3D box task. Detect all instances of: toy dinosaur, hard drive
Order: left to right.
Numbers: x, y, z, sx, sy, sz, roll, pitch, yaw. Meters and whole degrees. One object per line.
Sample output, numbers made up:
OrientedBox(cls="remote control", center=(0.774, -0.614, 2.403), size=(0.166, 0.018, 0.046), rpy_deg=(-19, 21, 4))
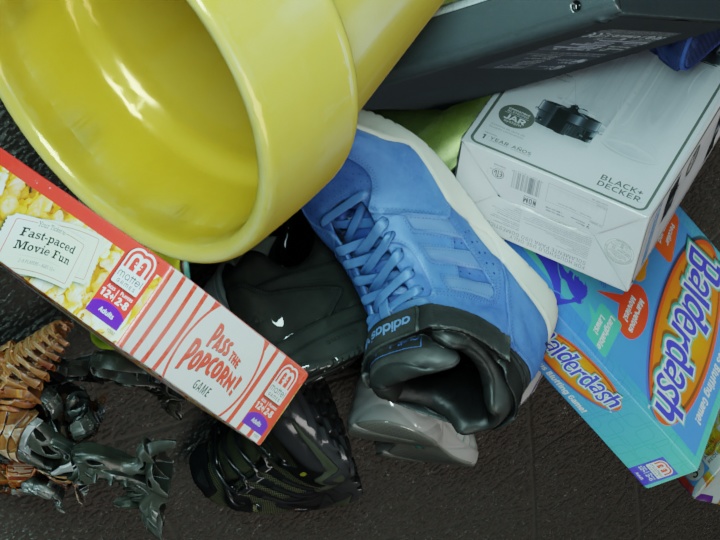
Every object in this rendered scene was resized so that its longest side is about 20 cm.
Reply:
OrientedBox(cls="toy dinosaur", center=(-0.165, 0.084, 1.360), size=(0.200, 0.135, 0.103), rpy_deg=(124, -24, -82))
OrientedBox(cls="hard drive", center=(0.079, -0.119, 1.280), size=(0.199, 0.033, 0.139), rpy_deg=(-14, 175, 36))

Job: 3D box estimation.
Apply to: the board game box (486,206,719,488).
OrientedBox(cls="board game box", center=(0.144, 0.005, 1.475), size=(0.045, 0.200, 0.152), rpy_deg=(-24, -152, 41))

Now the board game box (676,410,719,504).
OrientedBox(cls="board game box", center=(0.213, 0.049, 1.651), size=(0.105, 0.200, 0.103), rpy_deg=(-50, 147, 16))

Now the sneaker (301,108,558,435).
OrientedBox(cls="sneaker", center=(0.020, 0.004, 1.338), size=(0.077, 0.112, 0.200), rpy_deg=(-29, 115, 37))

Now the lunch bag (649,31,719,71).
OrientedBox(cls="lunch bag", center=(0.171, -0.216, 1.351), size=(0.136, 0.132, 0.201), rpy_deg=(-37, 156, -48))

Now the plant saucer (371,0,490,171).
OrientedBox(cls="plant saucer", center=(0.019, -0.113, 1.407), size=(0.199, 0.031, 0.201), rpy_deg=(-29, 147, -21))

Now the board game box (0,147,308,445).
OrientedBox(cls="board game box", center=(-0.137, -0.003, 1.207), size=(0.046, 0.200, 0.151), rpy_deg=(-54, 149, -4))

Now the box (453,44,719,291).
OrientedBox(cls="box", center=(0.144, -0.091, 1.413), size=(0.200, 0.116, 0.060), rpy_deg=(-56, 163, -40))

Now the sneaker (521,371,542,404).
OrientedBox(cls="sneaker", center=(0.123, 0.009, 1.588), size=(0.114, 0.072, 0.202), rpy_deg=(17, 96, -61))

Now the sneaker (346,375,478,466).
OrientedBox(cls="sneaker", center=(0.040, 0.083, 1.628), size=(0.200, 0.070, 0.081), rpy_deg=(55, 40, -74))

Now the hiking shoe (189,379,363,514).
OrientedBox(cls="hiking shoe", center=(-0.057, 0.116, 1.542), size=(0.100, 0.076, 0.200), rpy_deg=(-19, 157, -1))

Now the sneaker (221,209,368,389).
OrientedBox(cls="sneaker", center=(0.000, 0.000, 1.420), size=(0.076, 0.091, 0.200), rpy_deg=(-29, 177, 40))

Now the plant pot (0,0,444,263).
OrientedBox(cls="plant pot", center=(-0.053, -0.135, 1.165), size=(0.189, 0.200, 0.201), rpy_deg=(-39, 151, -31))

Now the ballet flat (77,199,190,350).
OrientedBox(cls="ballet flat", center=(-0.119, -0.022, 1.344), size=(0.067, 0.067, 0.201), rpy_deg=(-6, 140, -13))

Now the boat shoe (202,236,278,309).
OrientedBox(cls="boat shoe", center=(-0.020, 0.021, 1.499), size=(0.199, 0.072, 0.068), rpy_deg=(-10, 158, -50))
